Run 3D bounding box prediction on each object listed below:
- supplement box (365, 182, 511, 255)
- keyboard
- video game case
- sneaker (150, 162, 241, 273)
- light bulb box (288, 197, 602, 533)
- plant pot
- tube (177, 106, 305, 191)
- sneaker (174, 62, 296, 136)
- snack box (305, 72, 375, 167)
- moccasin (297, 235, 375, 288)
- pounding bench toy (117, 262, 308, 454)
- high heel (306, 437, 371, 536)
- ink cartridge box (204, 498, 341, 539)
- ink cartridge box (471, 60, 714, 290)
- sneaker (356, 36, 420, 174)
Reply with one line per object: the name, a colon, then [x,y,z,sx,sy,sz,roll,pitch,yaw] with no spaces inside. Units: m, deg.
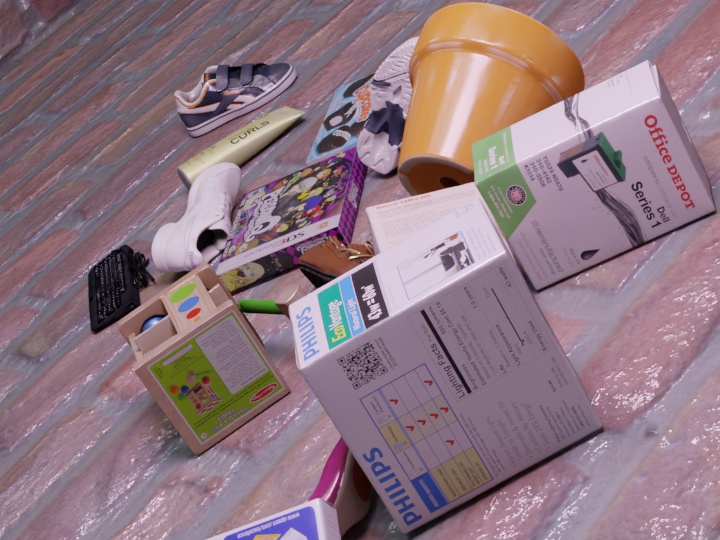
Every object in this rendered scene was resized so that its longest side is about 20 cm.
supplement box: [0.085,0.001,1.548,0.125,0.074,0.201,-13,34,-2]
keyboard: [-0.337,0.006,2.115,0.104,0.040,0.200,-32,27,3]
video game case: [-0.085,-0.066,1.957,0.180,0.036,0.201,-21,28,21]
sneaker: [-0.196,-0.066,2.065,0.099,0.075,0.201,3,46,31]
light bulb box: [0.071,0.083,1.339,0.199,0.199,0.125,-29,24,6]
plant pot: [0.130,-0.165,1.732,0.199,0.200,0.184,-4,53,45]
tube: [-0.175,-0.183,2.252,0.199,0.052,0.058,-35,66,-14]
sneaker: [-0.201,-0.288,2.425,0.199,0.080,0.079,-26,26,10]
snack box: [0.003,-0.205,2.097,0.115,0.037,0.201,-19,29,25]
moccasin: [0.001,0.001,1.712,0.078,0.074,0.201,-46,20,-9]
pounding bench toy: [-0.145,0.070,1.690,0.199,0.125,0.156,-34,25,-3]
high heel: [-0.049,0.222,1.378,0.095,0.068,0.201,-9,37,22]
ink cartridge box: [-0.096,0.313,1.273,0.196,0.047,0.202,-22,59,20]
ink cartridge box: [0.230,-0.093,1.522,0.199,0.147,0.085,-25,28,17]
sneaker: [0.072,-0.225,1.937,0.079,0.200,0.130,28,40,16]
